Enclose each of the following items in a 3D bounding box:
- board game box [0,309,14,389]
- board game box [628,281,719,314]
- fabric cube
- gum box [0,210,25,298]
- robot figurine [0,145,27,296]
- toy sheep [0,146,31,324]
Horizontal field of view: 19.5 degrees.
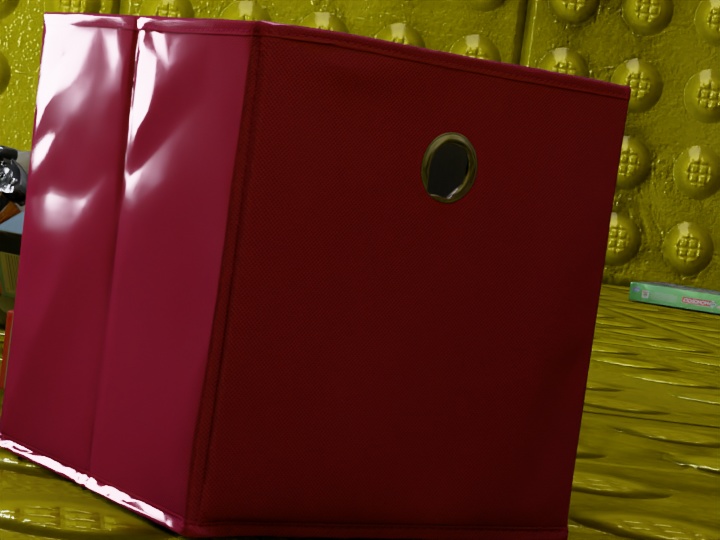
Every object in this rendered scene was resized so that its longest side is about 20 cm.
[{"bbox_3d":[-0.093,0.052,1.197,0.150,0.047,0.200,8,3,16],"label":"board game box"},{"bbox_3d":[0.507,0.044,3.060,0.199,0.029,0.134,10,4,27],"label":"board game box"},{"bbox_3d":[-0.026,0.000,0.917,0.195,0.201,0.200,7,3,-34],"label":"fabric cube"},{"bbox_3d":[-0.076,-0.028,1.175,0.169,0.045,0.200,11,29,30],"label":"gum box"},{"bbox_3d":[-0.282,-0.019,1.361,0.199,0.145,0.058,12,-26,48],"label":"robot figurine"},{"bbox_3d":[-0.247,-0.027,1.485,0.199,0.139,0.138,-1,-2,29],"label":"toy sheep"}]
